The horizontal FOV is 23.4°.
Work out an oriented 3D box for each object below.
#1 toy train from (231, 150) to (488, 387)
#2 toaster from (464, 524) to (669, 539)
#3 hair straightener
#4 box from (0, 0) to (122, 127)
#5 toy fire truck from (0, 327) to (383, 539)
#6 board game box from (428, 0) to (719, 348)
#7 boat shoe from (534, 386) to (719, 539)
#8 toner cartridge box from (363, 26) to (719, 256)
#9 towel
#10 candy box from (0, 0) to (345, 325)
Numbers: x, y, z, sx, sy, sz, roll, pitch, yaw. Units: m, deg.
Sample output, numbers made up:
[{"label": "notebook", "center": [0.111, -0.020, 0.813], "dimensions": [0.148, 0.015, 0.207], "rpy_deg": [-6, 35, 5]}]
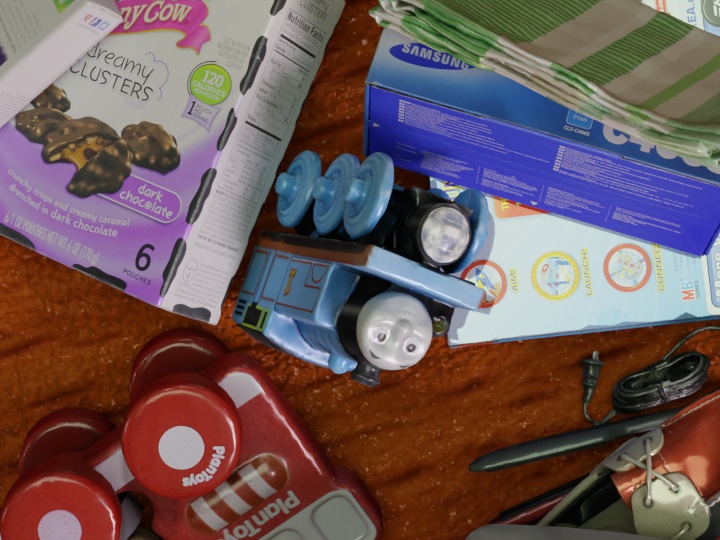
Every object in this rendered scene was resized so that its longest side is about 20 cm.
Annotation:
[{"label": "toy train", "center": [0.000, 0.000, 0.944], "dimensions": [0.086, 0.200, 0.115], "rpy_deg": [19, 87, -22]}, {"label": "toaster", "center": [0.127, 0.232, 0.882], "dimensions": [0.179, 0.201, 0.119], "rpy_deg": [7, 133, 12]}, {"label": "hair straightener", "center": [0.154, 0.081, 1.000], "dimensions": [0.198, 0.041, 0.078], "rpy_deg": [-22, 87, 6]}, {"label": "box", "center": [-0.240, -0.140, 0.998], "dimensions": [0.199, 0.036, 0.145], "rpy_deg": [-36, 64, 18]}, {"label": "toy fire truck", "center": [-0.107, 0.144, 0.998], "dimensions": [0.199, 0.112, 0.168], "rpy_deg": [-35, 104, 4]}, {"label": "board game box", "center": [0.136, -0.065, 0.998], "dimensions": [0.194, 0.056, 0.202], "rpy_deg": [-6, 88, 5]}, {"label": "boat shoe", "center": [0.155, 0.125, 0.947], "dimensions": [0.200, 0.062, 0.072], "rpy_deg": [-47, 44, 31]}, {"label": "toner cartridge box", "center": [0.101, -0.069, 0.922], "dimensions": [0.198, 0.095, 0.044], "rpy_deg": [17, 70, 5]}, {"label": "towel", "center": [0.123, -0.119, 0.895], "dimensions": [0.199, 0.152, 0.024], "rpy_deg": [27, 123, 22]}, {"label": "candy box", "center": [-0.125, -0.096, 0.990], "dimensions": [0.167, 0.071, 0.202], "rpy_deg": [22, 91, 26]}]
